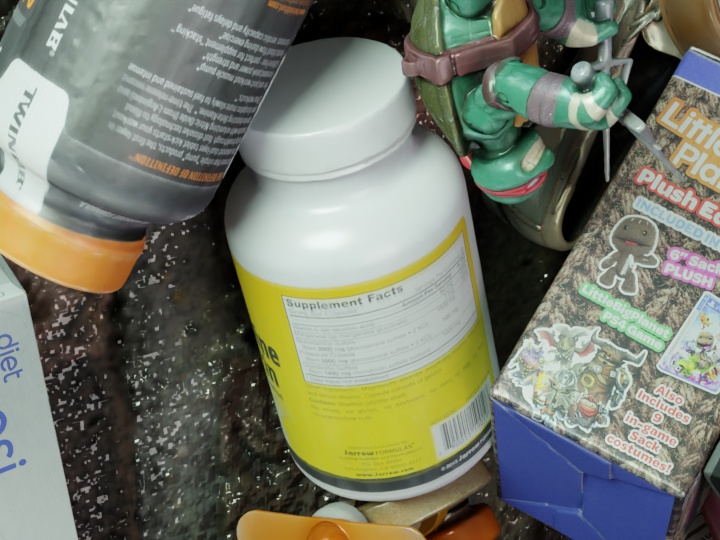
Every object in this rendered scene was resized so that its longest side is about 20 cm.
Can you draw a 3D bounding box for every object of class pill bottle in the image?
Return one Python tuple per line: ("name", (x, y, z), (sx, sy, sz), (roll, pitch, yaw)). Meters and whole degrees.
("pill bottle", (0.000, 0.000, 0.776), (0.111, 0.112, 0.201), (-26, 127, -17))
("pill bottle", (-0.085, -0.093, 0.673), (0.106, 0.106, 0.201), (18, 106, -38))

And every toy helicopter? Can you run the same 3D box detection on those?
("toy helicopter", (-0.026, 0.142, 0.846), (0.199, 0.132, 0.079), (-26, 89, 5))

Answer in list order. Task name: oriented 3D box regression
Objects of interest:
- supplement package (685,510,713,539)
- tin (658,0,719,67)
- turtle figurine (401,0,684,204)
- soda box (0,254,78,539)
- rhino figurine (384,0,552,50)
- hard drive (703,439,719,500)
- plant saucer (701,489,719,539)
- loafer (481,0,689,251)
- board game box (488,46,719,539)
("supplement package", (0.245, 0.190, 0.982), (0.150, 0.200, 0.153), (-29, 129, -14))
("tin", (0.192, -0.188, 0.799), (0.111, 0.042, 0.202), (-8, 102, -24))
("turtle figurine", (0.065, -0.097, 0.683), (0.100, 0.150, 0.201), (-14, 119, 6))
("soda box", (-0.171, 0.089, 0.752), (0.068, 0.063, 0.202), (-19, 125, -22))
("rhino figurine", (0.053, -0.145, 0.761), (0.087, 0.060, 0.201), (-37, 132, -8))
("hard drive", (0.236, 0.044, 0.781), (0.201, 0.033, 0.140), (-58, 137, -17))
("plant saucer", (0.276, 0.115, 0.881), (0.199, 0.201, 0.051), (-28, 143, -15))
("loafer", (0.140, -0.097, 0.840), (0.072, 0.063, 0.201), (28, 99, -39))
("board game box", (0.152, 0.027, 0.818), (0.201, 0.096, 0.160), (-58, 163, -17))
